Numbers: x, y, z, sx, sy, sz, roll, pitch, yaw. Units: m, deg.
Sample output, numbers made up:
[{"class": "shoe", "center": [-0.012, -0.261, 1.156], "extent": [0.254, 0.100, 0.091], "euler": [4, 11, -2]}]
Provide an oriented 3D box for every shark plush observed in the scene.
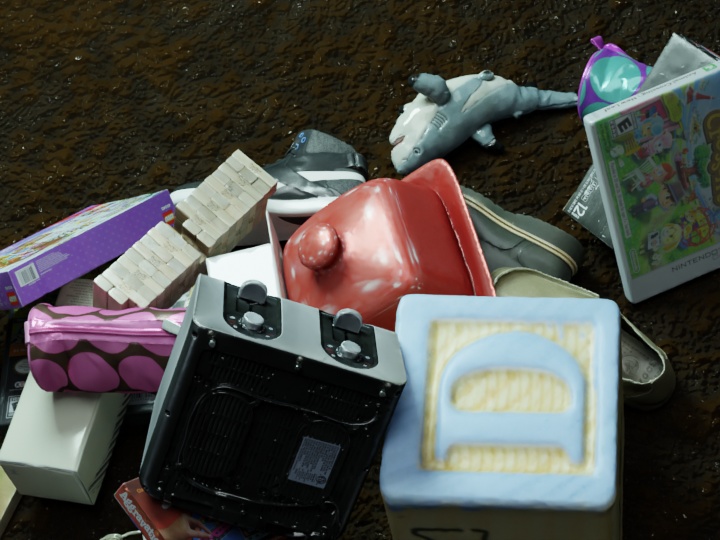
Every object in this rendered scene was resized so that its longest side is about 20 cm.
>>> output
[{"class": "shark plush", "center": [0.121, -0.151, 1.858], "extent": [0.198, 0.091, 0.084], "euler": [-8, 73, -22]}]

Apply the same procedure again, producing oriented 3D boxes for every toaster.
[{"class": "toaster", "center": [-0.073, 0.118, 1.481], "extent": [0.179, 0.201, 0.119], "euler": [16, 27, -9]}]

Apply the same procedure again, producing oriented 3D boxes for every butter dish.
[{"class": "butter dish", "center": [0.000, 0.000, 1.668], "extent": [0.199, 0.147, 0.201], "euler": [-34, 54, 24]}]

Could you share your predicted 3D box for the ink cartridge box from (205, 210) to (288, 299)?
[{"class": "ink cartridge box", "center": [-0.094, 0.059, 1.694], "extent": [0.067, 0.115, 0.201], "euler": [-12, 55, 3]}]

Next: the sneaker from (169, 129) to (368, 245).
[{"class": "sneaker", "center": [-0.090, -0.088, 1.828], "extent": [0.198, 0.073, 0.113], "euler": [3, 53, 1]}]

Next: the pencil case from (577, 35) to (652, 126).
[{"class": "pencil case", "center": [0.313, -0.162, 1.793], "extent": [0.199, 0.093, 0.085], "euler": [15, 22, 20]}]

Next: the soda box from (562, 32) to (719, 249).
[{"class": "soda box", "center": [0.279, -0.117, 1.723], "extent": [0.071, 0.063, 0.201], "euler": [40, 108, 30]}]

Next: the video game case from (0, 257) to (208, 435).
[{"class": "video game case", "center": [-0.245, 0.069, 1.768], "extent": [0.198, 0.026, 0.182], "euler": [-5, 56, 7]}]

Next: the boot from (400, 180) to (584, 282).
[{"class": "boot", "center": [0.094, 0.002, 1.733], "extent": [0.199, 0.078, 0.139], "euler": [19, 66, 22]}]

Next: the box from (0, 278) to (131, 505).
[{"class": "box", "center": [-0.259, 0.109, 1.686], "extent": [0.081, 0.069, 0.201], "euler": [7, 58, 15]}]

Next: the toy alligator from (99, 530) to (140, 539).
[{"class": "toy alligator", "center": [-0.143, 0.220, 1.634], "extent": [0.199, 0.059, 0.055], "euler": [-29, 98, -12]}]

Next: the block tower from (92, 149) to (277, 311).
[{"class": "block tower", "center": [-0.162, -0.024, 1.702], "extent": [0.054, 0.058, 0.200], "euler": [39, 62, 12]}]

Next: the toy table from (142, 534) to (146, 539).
[{"class": "toy table", "center": [-0.173, 0.279, 1.535], "extent": [0.184, 0.199, 0.117], "euler": [-54, 47, 12]}]

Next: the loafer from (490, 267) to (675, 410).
[{"class": "loafer", "center": [0.200, 0.052, 1.651], "extent": [0.199, 0.068, 0.076], "euler": [28, 71, 6]}]

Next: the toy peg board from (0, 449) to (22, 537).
[{"class": "toy peg board", "center": [-0.435, 0.215, 1.655], "extent": [0.199, 0.098, 0.200], "euler": [13, 59, 18]}]

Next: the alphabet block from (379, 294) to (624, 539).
[{"class": "alphabet block", "center": [0.126, 0.155, 1.543], "extent": [0.194, 0.201, 0.198], "euler": [3, 57, 10]}]

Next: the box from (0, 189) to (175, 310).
[{"class": "box", "center": [-0.286, -0.016, 1.739], "extent": [0.199, 0.039, 0.136], "euler": [-31, 15, -39]}]

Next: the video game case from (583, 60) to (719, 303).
[{"class": "video game case", "center": [0.309, -0.086, 1.684], "extent": [0.181, 0.201, 0.022], "euler": [-22, 30, -7]}]

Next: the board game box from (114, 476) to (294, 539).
[{"class": "board game box", "center": [-0.109, 0.196, 1.539], "extent": [0.103, 0.019, 0.200], "euler": [49, 32, 15]}]

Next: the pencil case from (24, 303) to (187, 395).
[{"class": "pencil case", "center": [-0.199, 0.066, 1.593], "extent": [0.198, 0.094, 0.092], "euler": [-2, 80, 20]}]
